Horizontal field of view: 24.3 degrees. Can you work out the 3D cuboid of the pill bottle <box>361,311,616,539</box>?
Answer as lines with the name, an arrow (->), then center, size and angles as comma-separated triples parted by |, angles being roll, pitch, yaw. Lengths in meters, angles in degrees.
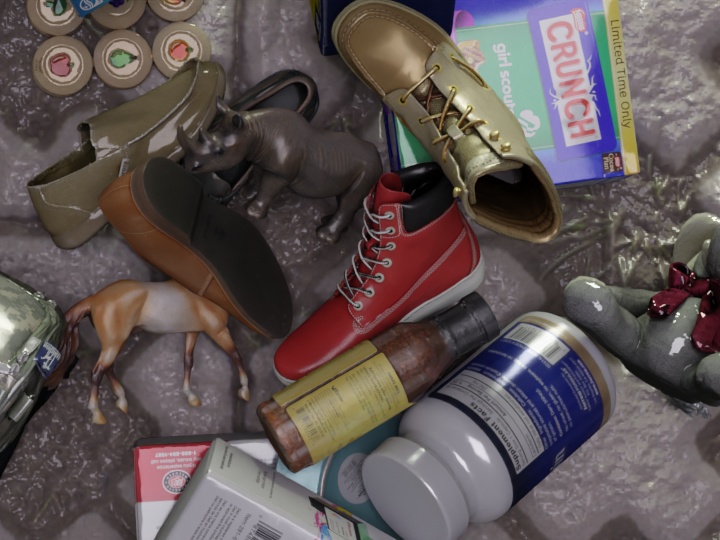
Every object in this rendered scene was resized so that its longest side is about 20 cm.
pill bottle -> 0.102, 0.130, 1.340 | 0.200, 0.116, 0.116 | -36, 94, -30

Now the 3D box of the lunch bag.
lunch bag -> -0.322, 0.050, 1.226 | 0.200, 0.168, 0.140 | 28, 90, -3

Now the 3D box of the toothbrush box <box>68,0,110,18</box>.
toothbrush box -> -0.178, -0.317, 1.314 | 0.200, 0.085, 0.147 | -33, 58, -5

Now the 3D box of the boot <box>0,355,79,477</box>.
boot -> -0.350, 0.088, 1.346 | 0.200, 0.076, 0.168 | 36, 83, -11

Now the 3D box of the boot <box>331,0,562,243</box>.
boot -> 0.067, -0.111, 1.250 | 0.073, 0.156, 0.200 | -41, 118, 13

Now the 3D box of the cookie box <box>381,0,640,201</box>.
cookie box -> 0.120, -0.148, 1.396 | 0.199, 0.075, 0.172 | -8, 91, -6

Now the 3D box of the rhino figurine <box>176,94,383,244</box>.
rhino figurine -> -0.065, -0.087, 1.336 | 0.200, 0.060, 0.088 | 18, 112, -37

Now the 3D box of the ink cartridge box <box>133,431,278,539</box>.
ink cartridge box -> -0.109, 0.236, 1.367 | 0.144, 0.084, 0.201 | -2, 89, -7

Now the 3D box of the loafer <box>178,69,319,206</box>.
loafer -> -0.115, -0.095, 1.378 | 0.200, 0.063, 0.072 | -44, 95, -4

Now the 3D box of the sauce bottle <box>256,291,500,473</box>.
sauce bottle -> 0.017, 0.084, 1.303 | 0.200, 0.066, 0.066 | -28, 93, -10

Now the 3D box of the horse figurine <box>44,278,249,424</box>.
horse figurine -> -0.167, 0.050, 1.353 | 0.199, 0.050, 0.133 | -6, 96, -26

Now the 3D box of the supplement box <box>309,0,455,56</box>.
supplement box -> 0.003, -0.287, 1.328 | 0.109, 0.109, 0.200 | -9, 61, -6

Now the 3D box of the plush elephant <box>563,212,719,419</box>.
plush elephant -> 0.286, 0.027, 1.364 | 0.164, 0.200, 0.155 | 27, 82, 28

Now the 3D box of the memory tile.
memory tile -> -0.206, -0.250, 1.393 | 0.153, 0.017, 0.201 | -7, 90, -6

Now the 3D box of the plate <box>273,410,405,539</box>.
plate -> 0.016, 0.183, 1.361 | 0.200, 0.026, 0.201 | 1, 89, -37

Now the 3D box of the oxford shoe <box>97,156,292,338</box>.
oxford shoe -> -0.128, -0.012, 1.327 | 0.200, 0.071, 0.071 | 47, 42, -31

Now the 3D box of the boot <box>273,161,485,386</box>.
boot -> 0.000, 0.000, 1.325 | 0.200, 0.144, 0.072 | -36, 50, -10

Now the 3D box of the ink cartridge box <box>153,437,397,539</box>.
ink cartridge box -> -0.063, 0.245, 1.273 | 0.200, 0.084, 0.145 | 30, 102, -6

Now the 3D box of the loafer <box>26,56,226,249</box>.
loafer -> -0.191, -0.104, 1.358 | 0.200, 0.076, 0.067 | -47, 118, -4
